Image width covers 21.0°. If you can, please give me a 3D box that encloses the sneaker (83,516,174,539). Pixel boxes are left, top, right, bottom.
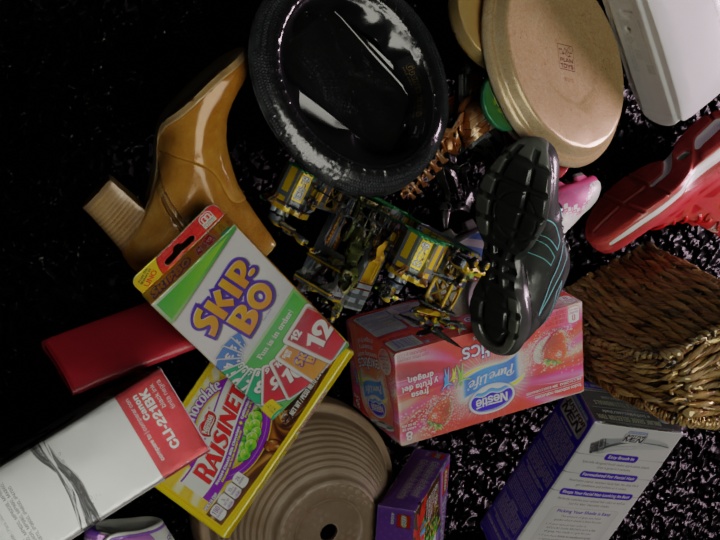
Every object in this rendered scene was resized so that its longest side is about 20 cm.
[{"bbox_3d":[-0.249,0.287,1.712,0.200,0.073,0.115,-31,117,-27],"label":"sneaker"}]

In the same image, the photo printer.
[{"bbox_3d":[0.322,-0.254,1.792,0.200,0.069,0.167,-38,124,-24],"label":"photo printer"}]

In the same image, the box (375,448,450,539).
[{"bbox_3d":[0.045,0.286,1.829,0.039,0.137,0.201,8,110,13],"label":"box"}]

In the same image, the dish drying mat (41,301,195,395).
[{"bbox_3d":[-0.167,0.050,1.659,0.199,0.077,0.018,-20,127,-20],"label":"dish drying mat"}]

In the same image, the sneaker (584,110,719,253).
[{"bbox_3d":[0.315,-0.054,1.875,0.200,0.078,0.116,-37,120,-10],"label":"sneaker"}]

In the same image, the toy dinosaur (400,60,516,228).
[{"bbox_3d":[0.096,-0.114,1.722,0.199,0.102,0.136,-27,117,-23],"label":"toy dinosaur"}]

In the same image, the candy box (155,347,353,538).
[{"bbox_3d":[-0.103,0.126,1.717,0.102,0.026,0.200,34,90,11],"label":"candy box"}]

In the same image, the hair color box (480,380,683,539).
[{"bbox_3d":[0.212,0.203,1.885,0.109,0.065,0.200,10,127,-30],"label":"hair color box"}]

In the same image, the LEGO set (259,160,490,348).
[{"bbox_3d":[0.000,0.000,1.665,0.116,0.199,0.154,-64,159,6],"label":"LEGO set"}]

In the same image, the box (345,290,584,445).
[{"bbox_3d":[0.097,0.077,1.794,0.199,0.103,0.095,-15,115,-24],"label":"box"}]

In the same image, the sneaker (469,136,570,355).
[{"bbox_3d":[0.144,-0.027,1.690,0.079,0.075,0.201,-20,128,-44],"label":"sneaker"}]

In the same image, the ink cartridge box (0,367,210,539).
[{"bbox_3d":[-0.239,0.167,1.614,0.200,0.144,0.084,-33,95,-14],"label":"ink cartridge box"}]

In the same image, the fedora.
[{"bbox_3d":[-0.025,-0.153,1.635,0.200,0.091,0.202,5,80,-31],"label":"fedora"}]

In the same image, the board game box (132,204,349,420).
[{"bbox_3d":[-0.098,0.036,1.626,0.096,0.030,0.200,-44,128,-2],"label":"board game box"}]

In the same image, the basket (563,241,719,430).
[{"bbox_3d":[0.288,0.089,1.838,0.142,0.200,0.149,-29,120,-17],"label":"basket"}]

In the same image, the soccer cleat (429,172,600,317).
[{"bbox_3d":[0.146,-0.021,1.785,0.199,0.070,0.087,-25,91,-23],"label":"soccer cleat"}]

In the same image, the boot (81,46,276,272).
[{"bbox_3d":[-0.120,-0.073,1.624,0.144,0.071,0.201,41,99,-15],"label":"boot"}]

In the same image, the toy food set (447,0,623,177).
[{"bbox_3d":[0.163,-0.181,1.715,0.200,0.049,0.199,-17,91,-49],"label":"toy food set"}]

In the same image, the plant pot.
[{"bbox_3d":[-0.049,0.221,1.775,0.200,0.093,0.202,-9,112,-24],"label":"plant pot"}]
